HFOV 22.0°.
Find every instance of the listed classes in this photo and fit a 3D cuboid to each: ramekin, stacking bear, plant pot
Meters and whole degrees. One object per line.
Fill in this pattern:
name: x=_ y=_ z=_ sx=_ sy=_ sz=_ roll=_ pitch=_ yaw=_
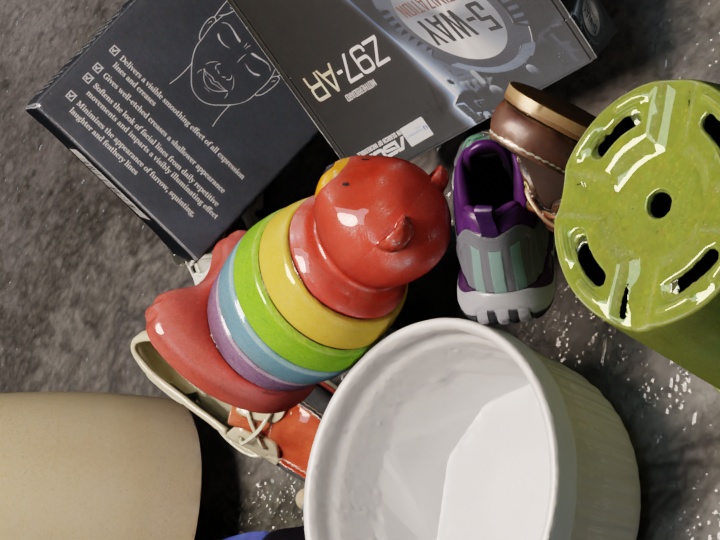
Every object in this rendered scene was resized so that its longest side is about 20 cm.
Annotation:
ramekin: x=0.070 y=0.135 z=1.088 sx=0.200 sy=0.105 sz=0.201 roll=-17 pitch=66 yaw=42
stacking bear: x=-0.021 y=-0.001 z=1.111 sx=0.114 sy=0.121 sz=0.200 roll=48 pitch=137 yaw=-3
plant pot: x=0.201 y=-0.012 z=0.935 sx=0.200 sy=0.190 sz=0.201 roll=-15 pitch=68 yaw=43
plant pot: x=-0.242 y=0.159 z=1.303 sx=0.187 sy=0.200 sz=0.188 roll=-38 pitch=43 yaw=48

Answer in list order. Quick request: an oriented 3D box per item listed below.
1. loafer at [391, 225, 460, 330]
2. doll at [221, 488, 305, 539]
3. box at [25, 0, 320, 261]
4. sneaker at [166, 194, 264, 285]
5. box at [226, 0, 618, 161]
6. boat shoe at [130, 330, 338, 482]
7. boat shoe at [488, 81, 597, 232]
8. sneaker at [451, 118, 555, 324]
loafer: x=0.000 y=0.000 z=1.236 sx=0.200 sy=0.068 sz=0.071 roll=0 pitch=58 yaw=50
doll: x=-0.046 y=0.213 z=1.225 sx=0.200 sy=0.048 sz=0.137 roll=-19 pitch=66 yaw=45
box: x=-0.102 y=-0.130 z=1.245 sx=0.200 sy=0.148 sz=0.107 roll=-47 pitch=13 yaw=-7
sneaker: x=-0.114 y=-0.030 z=1.341 sx=0.074 sy=0.088 sz=0.201 roll=-28 pitch=61 yaw=36
box: x=0.032 y=-0.161 z=1.133 sx=0.200 sy=0.044 sz=0.160 roll=-26 pitch=105 yaw=38
boat shoe: x=-0.072 y=0.091 z=1.254 sx=0.200 sy=0.062 sz=0.071 roll=35 pitch=117 yaw=32
boat shoe: x=0.126 y=-0.050 z=1.018 sx=0.070 sy=0.200 sz=0.070 roll=40 pitch=104 yaw=33
sneaker: x=0.087 y=-0.058 z=1.094 sx=0.074 sy=0.088 sz=0.200 roll=-7 pitch=35 yaw=6
